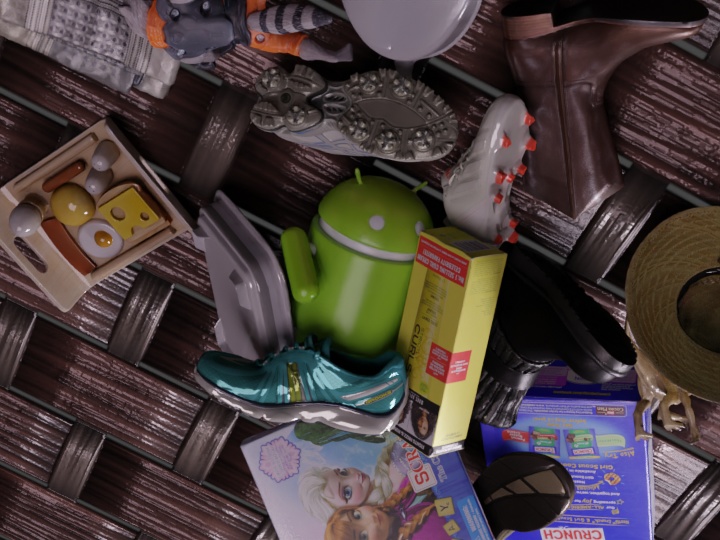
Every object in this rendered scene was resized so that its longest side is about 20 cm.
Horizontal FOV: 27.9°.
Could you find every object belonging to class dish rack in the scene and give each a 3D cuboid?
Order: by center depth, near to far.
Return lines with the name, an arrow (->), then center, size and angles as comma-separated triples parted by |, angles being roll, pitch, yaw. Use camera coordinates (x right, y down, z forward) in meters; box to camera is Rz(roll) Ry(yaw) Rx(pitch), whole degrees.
dish rack -> -0.113, 0.038, 1.425 | 0.043, 0.172, 0.201 | -22, 127, -18

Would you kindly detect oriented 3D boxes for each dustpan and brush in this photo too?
dustpan and brush -> 0.038, -0.211, 1.282 | 0.139, 0.057, 0.201 | 18, 122, 17

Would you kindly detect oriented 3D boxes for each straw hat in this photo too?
straw hat -> 0.333, 0.043, 1.332 | 0.199, 0.202, 0.085 | 16, 161, 4

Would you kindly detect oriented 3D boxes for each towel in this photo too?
towel -> -0.241, -0.263, 1.325 | 0.191, 0.035, 0.201 | 22, 128, -1

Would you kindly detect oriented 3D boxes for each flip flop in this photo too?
flip flop -> 0.154, 0.231, 1.461 | 0.081, 0.057, 0.200 | 57, 145, 13

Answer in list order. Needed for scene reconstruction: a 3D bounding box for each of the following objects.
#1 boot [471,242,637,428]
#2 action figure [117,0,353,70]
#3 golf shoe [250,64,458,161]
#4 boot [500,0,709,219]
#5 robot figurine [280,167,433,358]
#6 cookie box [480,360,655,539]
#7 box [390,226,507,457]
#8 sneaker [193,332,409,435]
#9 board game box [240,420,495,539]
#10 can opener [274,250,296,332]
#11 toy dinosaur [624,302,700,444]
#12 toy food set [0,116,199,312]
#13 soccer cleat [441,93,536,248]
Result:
boot -> 0.159, 0.086, 1.344 | 0.079, 0.211, 0.158 | 25, 106, -28
action figure -> -0.116, -0.243, 1.235 | 0.192, 0.105, 0.201 | -6, 130, 10
golf shoe -> 0.002, -0.136, 1.316 | 0.199, 0.079, 0.097 | 15, 171, 21
boot -> 0.219, -0.139, 1.267 | 0.185, 0.064, 0.201 | 5, 123, 28
robot figurine -> 0.000, 0.000, 1.380 | 0.174, 0.116, 0.201 | 6, 114, -30
cookie box -> 0.214, 0.188, 1.493 | 0.170, 0.075, 0.201 | 1, 124, 17
box -> 0.076, 0.066, 1.344 | 0.075, 0.050, 0.202 | 31, 117, 41
sneaker -> -0.053, 0.092, 1.337 | 0.198, 0.078, 0.080 | 7, 115, -5
board game box -> 0.009, 0.224, 1.440 | 0.198, 0.041, 0.201 | -24, 91, 2
can opener -> -0.051, 0.063, 1.489 | 0.052, 0.067, 0.201 | -11, 126, 26
toy dinosaur -> 0.279, 0.106, 1.373 | 0.058, 0.102, 0.200 | -16, 151, 34
toy food set -> -0.276, -0.051, 1.468 | 0.199, 0.061, 0.144 | -27, 114, 30
soccer cleat -> 0.108, -0.086, 1.313 | 0.077, 0.069, 0.201 | 32, 147, 22
